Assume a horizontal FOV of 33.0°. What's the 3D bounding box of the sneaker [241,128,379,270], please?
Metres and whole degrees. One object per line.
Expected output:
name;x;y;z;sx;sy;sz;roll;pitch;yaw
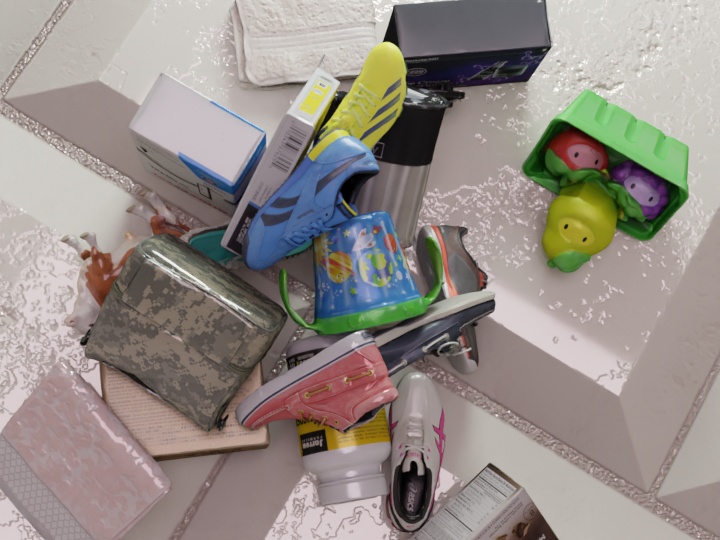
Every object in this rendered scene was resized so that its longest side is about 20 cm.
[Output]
sneaker;-0.058;-0.065;1.386;0.200;0.066;0.078;-49;65;14

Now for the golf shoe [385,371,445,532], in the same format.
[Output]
golf shoe;0.072;0.223;1.508;0.072;0.092;0.201;3;76;-3

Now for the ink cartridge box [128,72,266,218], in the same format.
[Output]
ink cartridge box;-0.196;-0.148;1.506;0.145;0.200;0.085;29;79;1

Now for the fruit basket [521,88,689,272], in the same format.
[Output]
fruit basket;0.307;-0.102;1.582;0.214;0.156;0.217;7;61;-12

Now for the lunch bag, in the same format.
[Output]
lunch bag;-0.209;0.074;1.413;0.199;0.139;0.168;32;100;1

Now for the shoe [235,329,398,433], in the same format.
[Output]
shoe;-0.052;0.155;1.410;0.199;0.071;0.091;-32;76;19

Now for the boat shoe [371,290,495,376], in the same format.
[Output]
boat shoe;0.082;0.081;1.467;0.199;0.075;0.062;-24;95;-23

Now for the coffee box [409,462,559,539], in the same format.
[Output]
coffee box;0.131;0.348;1.469;0.200;0.080;0.113;-41;119;-12

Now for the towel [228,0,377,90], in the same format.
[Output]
towel;-0.073;-0.314;1.638;0.199;0.034;0.133;-8;79;-7

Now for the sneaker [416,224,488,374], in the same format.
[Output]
sneaker;0.135;0.031;1.566;0.081;0.077;0.201;-10;82;-18

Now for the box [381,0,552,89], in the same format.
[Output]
box;0.136;-0.297;1.600;0.199;0.141;0.079;-6;78;-6

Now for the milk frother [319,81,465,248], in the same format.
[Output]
milk frother;0.053;-0.148;1.571;0.199;0.180;0.189;-1;115;-34

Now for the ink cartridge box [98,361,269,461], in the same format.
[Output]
ink cartridge box;-0.218;0.148;1.504;0.199;0.075;0.166;-5;77;-6

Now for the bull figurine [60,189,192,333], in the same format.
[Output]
bull figurine;-0.300;-0.009;1.526;0.200;0.065;0.122;-34;112;-19

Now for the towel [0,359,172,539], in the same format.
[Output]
towel;-0.343;0.238;1.445;0.200;0.032;0.191;47;112;5

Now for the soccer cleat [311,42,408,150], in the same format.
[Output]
soccer cleat;-0.008;-0.172;1.421;0.065;0.201;0.083;43;32;26

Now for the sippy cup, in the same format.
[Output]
sippy cup;0.000;0.000;1.448;0.177;0.139;0.131;-14;92;-49

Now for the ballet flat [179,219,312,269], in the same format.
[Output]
ballet flat;-0.155;-0.037;1.546;0.199;0.072;0.072;-9;77;-37

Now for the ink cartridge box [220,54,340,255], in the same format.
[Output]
ink cartridge box;-0.089;-0.140;1.475;0.047;0.200;0.198;28;121;-1

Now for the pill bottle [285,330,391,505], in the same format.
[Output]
pill bottle;-0.024;0.182;1.496;0.112;0.112;0.201;-8;78;-7
